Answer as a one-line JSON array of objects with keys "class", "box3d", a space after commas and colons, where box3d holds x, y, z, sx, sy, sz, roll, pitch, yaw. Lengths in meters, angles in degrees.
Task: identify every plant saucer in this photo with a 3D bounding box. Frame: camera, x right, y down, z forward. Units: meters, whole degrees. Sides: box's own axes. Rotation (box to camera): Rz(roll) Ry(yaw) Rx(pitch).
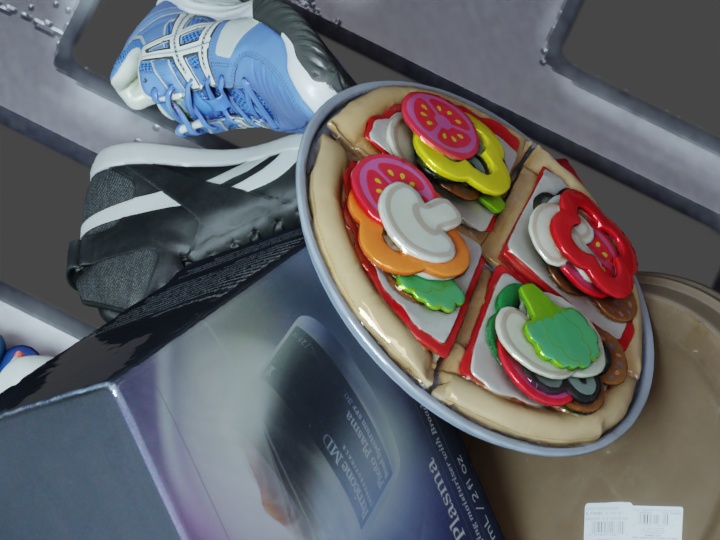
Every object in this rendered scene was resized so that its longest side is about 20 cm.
[{"class": "plant saucer", "box3d": [0.119, 0.094, 0.828, 0.198, 0.029, 0.203, -11, 69, 28]}]

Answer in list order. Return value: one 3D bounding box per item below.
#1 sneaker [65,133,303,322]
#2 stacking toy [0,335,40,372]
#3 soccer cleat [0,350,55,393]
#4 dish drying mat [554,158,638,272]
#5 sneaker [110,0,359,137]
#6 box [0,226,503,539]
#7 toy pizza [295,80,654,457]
[{"class": "sneaker", "box3d": [-0.057, -0.005, 0.882, 0.198, 0.073, 0.113, -1, 63, 22]}, {"class": "stacking toy", "box3d": [-0.159, 0.080, 0.900, 0.198, 0.085, 0.086, 17, 83, -7]}, {"class": "soccer cleat", "box3d": [-0.155, 0.130, 0.842, 0.068, 0.202, 0.078, 1, 39, 0]}, {"class": "dish drying mat", "box3d": [0.143, 0.028, 0.907, 0.018, 0.077, 0.201, -37, 76, 27]}, {"class": "sneaker", "box3d": [-0.063, -0.096, 0.873, 0.077, 0.200, 0.076, -46, 121, -10]}, {"class": "box", "box3d": [-0.048, 0.110, 0.743, 0.122, 0.198, 0.202, -17, 102, 36]}, {"class": "toy pizza", "box3d": [0.060, -0.010, 0.768, 0.199, 0.032, 0.202, 24, 44, -25]}]
